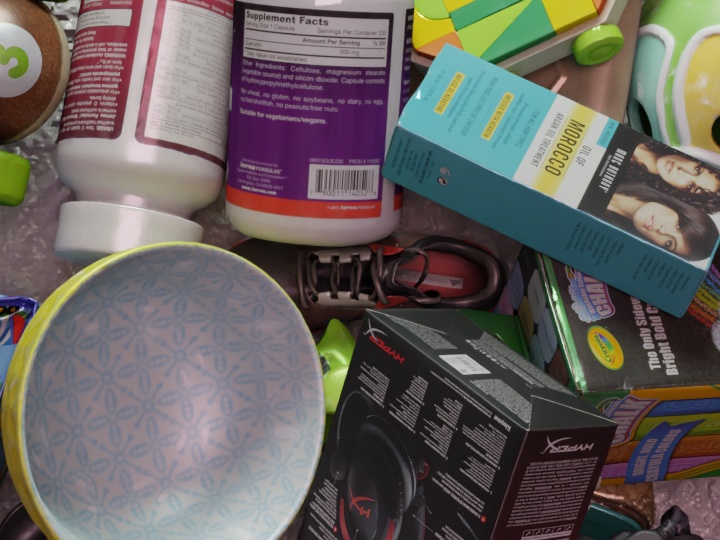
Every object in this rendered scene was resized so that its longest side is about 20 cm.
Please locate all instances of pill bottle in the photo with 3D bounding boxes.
[{"bbox_3d":[-0.134,-0.101,1.126,0.109,0.110,0.200,9,82,-4],"label":"pill bottle"},{"bbox_3d":[-0.025,-0.120,1.098,0.112,0.112,0.200,2,101,-5],"label":"pill bottle"}]

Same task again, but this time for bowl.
[{"bbox_3d":[-0.131,0.081,1.034,0.200,0.108,0.201,-1,92,-36],"label":"bowl"}]

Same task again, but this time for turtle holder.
[{"bbox_3d":[0.246,-0.119,1.128,0.141,0.185,0.132,28,76,-30],"label":"turtle holder"}]

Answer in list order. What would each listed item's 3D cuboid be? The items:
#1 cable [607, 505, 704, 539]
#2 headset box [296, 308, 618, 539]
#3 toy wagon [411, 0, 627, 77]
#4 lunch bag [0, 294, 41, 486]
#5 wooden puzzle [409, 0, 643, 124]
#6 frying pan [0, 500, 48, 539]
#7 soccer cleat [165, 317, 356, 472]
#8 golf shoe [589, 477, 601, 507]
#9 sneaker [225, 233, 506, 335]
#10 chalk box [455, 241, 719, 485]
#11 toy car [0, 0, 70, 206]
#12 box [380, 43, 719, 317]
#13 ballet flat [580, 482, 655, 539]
[{"bbox_3d":[0.138,0.233,1.098,0.200,0.163,0.051,-37,52,-8],"label":"cable"},{"bbox_3d":[0.044,0.142,1.008,0.075,0.149,0.200,1,113,-39],"label":"headset box"},{"bbox_3d":[0.114,-0.198,1.119,0.200,0.040,0.155,-24,69,12],"label":"toy wagon"},{"bbox_3d":[-0.248,0.115,1.065,0.094,0.151,0.200,10,81,-4],"label":"lunch bag"},{"bbox_3d":[0.086,-0.163,1.166,0.200,0.046,0.186,6,78,21],"label":"wooden puzzle"},{"bbox_3d":[-0.134,0.184,1.102,0.190,0.031,0.115,4,121,-5],"label":"frying pan"},{"bbox_3d":[-0.084,0.098,1.127,0.200,0.068,0.081,-24,63,4],"label":"soccer cleat"},{"bbox_3d":[0.059,0.162,1.087,0.097,0.078,0.200,52,124,14],"label":"golf shoe"},{"bbox_3d":[0.000,0.000,1.140,0.200,0.082,0.077,-4,83,-6],"label":"sneaker"},{"bbox_3d":[0.154,0.053,1.095,0.200,0.124,0.125,-2,55,-13],"label":"chalk box"},{"bbox_3d":[-0.285,-0.143,1.055,0.158,0.200,0.165,11,86,27],"label":"toy car"},{"bbox_3d":[0.120,-0.055,1.057,0.200,0.049,0.082,25,53,6],"label":"box"},{"bbox_3d":[0.099,0.118,1.153,0.200,0.071,0.065,23,54,-5],"label":"ballet flat"}]
